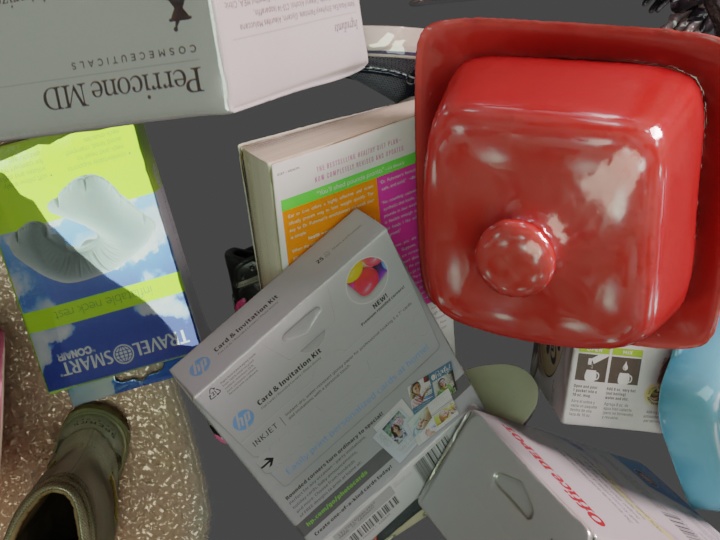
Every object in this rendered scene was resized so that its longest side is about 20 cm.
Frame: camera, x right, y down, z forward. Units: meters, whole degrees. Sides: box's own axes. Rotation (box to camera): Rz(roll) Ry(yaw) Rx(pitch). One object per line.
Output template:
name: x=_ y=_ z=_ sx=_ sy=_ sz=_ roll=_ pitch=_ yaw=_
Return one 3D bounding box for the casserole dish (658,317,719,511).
casserole dish: x=0.261 y=0.094 z=0.788 sx=0.122 sy=0.039 sz=0.201 roll=-55 pitch=138 yaw=-24

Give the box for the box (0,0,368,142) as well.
box: x=-0.125 y=-0.160 z=0.664 sx=0.197 sy=0.200 sz=0.132 roll=-4 pitch=105 yaw=22

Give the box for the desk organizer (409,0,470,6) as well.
desk organizer: x=0.131 y=-0.227 z=0.754 sx=0.198 sy=0.072 sz=0.078 roll=-5 pitch=101 yaw=-1

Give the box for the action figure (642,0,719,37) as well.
action figure: x=0.235 y=-0.143 z=0.705 sx=0.199 sy=0.119 sz=0.102 roll=31 pitch=116 yaw=-36

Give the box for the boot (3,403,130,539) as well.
boot: x=-0.216 y=0.212 z=0.795 sx=0.071 sy=0.155 sz=0.202 roll=13 pitch=103 yaw=-6

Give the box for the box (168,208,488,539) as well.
box: x=-0.010 y=0.084 z=0.733 sx=0.156 sy=0.041 sz=0.201 roll=-41 pitch=130 yaw=-11

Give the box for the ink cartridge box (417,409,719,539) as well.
ink cartridge box: x=0.158 y=0.186 z=0.773 sx=0.199 sy=0.145 sz=0.085 roll=23 pitch=104 yaw=-37

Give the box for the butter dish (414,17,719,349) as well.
butter dish: x=0.106 y=-0.031 z=0.645 sx=0.198 sy=0.148 sz=0.202 roll=8 pitch=116 yaw=21

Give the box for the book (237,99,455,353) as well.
book: x=0.000 y=0.000 z=0.749 sx=0.133 sy=0.048 sz=0.202 roll=-19 pitch=119 yaw=-25

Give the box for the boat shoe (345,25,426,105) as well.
boat shoe: x=0.054 y=-0.114 z=0.772 sx=0.198 sy=0.075 sz=0.094 roll=4 pitch=96 yaw=-4

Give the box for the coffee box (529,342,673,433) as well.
coffee box: x=0.179 y=-0.004 z=0.785 sx=0.079 sy=0.113 sz=0.202 roll=5 pitch=103 yaw=-4

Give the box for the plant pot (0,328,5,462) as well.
plant pot: x=-0.335 y=0.101 z=0.757 sx=0.177 sy=0.200 sz=0.202 roll=3 pitch=104 yaw=-20

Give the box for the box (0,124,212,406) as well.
box: x=-0.187 y=-0.004 z=0.803 sx=0.121 sy=0.048 sz=0.202 roll=-15 pitch=102 yaw=1

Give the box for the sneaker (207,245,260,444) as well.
sneaker: x=-0.068 y=0.025 z=0.803 sx=0.087 sy=0.074 sz=0.201 roll=29 pitch=97 yaw=-7

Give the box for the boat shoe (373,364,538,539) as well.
boat shoe: x=0.051 y=0.145 z=0.840 sx=0.199 sy=0.071 sz=0.063 roll=-37 pitch=142 yaw=-2
